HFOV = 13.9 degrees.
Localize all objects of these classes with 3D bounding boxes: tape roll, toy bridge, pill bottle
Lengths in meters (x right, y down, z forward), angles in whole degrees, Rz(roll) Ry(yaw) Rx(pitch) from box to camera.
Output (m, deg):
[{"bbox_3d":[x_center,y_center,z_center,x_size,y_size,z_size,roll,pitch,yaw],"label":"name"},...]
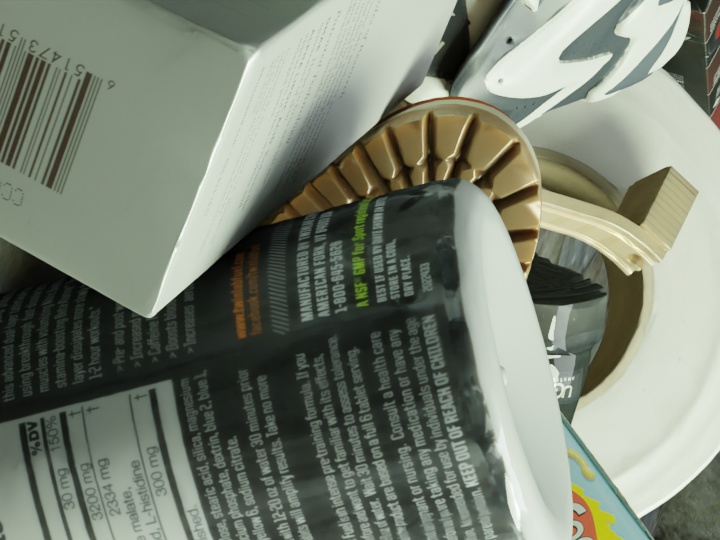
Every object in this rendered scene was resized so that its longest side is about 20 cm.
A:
[{"bbox_3d":[0.055,0.007,1.138,0.071,0.202,0.203,145,-31,-82],"label":"tape roll"},{"bbox_3d":[0.037,-0.067,1.053,0.027,0.200,0.067,-23,-149,49],"label":"toy bridge"},{"bbox_3d":[-0.052,0.049,0.776,0.106,0.199,0.107,-14,90,-79],"label":"pill bottle"}]

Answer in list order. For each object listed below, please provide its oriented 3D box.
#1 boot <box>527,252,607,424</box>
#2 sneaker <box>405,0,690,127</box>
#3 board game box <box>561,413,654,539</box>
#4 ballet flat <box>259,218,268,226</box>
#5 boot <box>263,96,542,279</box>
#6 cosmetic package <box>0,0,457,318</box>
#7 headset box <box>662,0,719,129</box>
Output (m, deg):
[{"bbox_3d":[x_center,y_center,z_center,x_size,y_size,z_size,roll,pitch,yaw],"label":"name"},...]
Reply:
[{"bbox_3d":[0.013,0.082,1.048,0.065,0.165,0.201,-2,109,-28],"label":"boot"},{"bbox_3d":[0.047,-0.111,0.957,0.129,0.080,0.199,-34,157,-24],"label":"sneaker"},{"bbox_3d":[-0.005,0.139,0.878,0.200,0.103,0.105,-27,166,-35],"label":"board game box"},{"bbox_3d":[-0.054,0.042,1.047,0.068,0.072,0.200,-31,144,-48],"label":"ballet flat"},{"bbox_3d":[0.000,0.000,0.913,0.200,0.075,0.107,-54,-171,42],"label":"boot"},{"bbox_3d":[-0.048,-0.077,0.775,0.081,0.113,0.200,-66,171,29],"label":"cosmetic package"},{"bbox_3d":[0.087,-0.125,1.195,0.200,0.148,0.075,65,48,-74],"label":"headset box"}]
